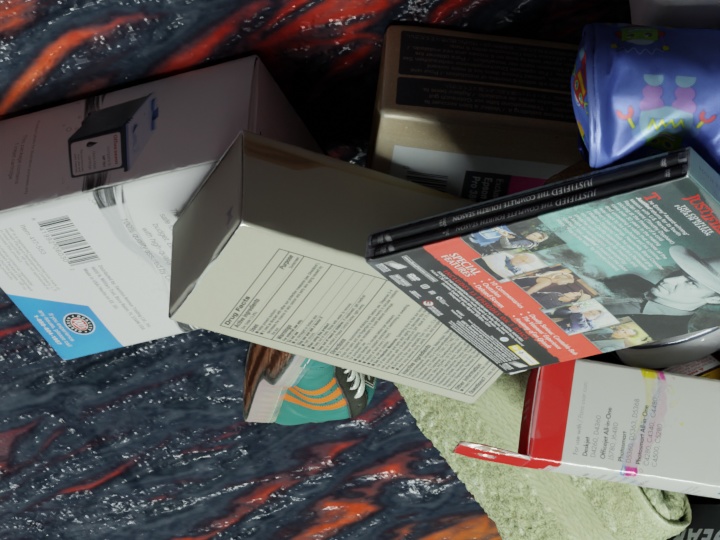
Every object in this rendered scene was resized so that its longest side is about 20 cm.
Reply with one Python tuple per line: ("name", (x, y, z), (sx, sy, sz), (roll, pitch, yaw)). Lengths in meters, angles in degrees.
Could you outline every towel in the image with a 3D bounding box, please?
("towel", (0.114, 0.112, 1.776), (0.200, 0.036, 0.148), (53, 134, 2))

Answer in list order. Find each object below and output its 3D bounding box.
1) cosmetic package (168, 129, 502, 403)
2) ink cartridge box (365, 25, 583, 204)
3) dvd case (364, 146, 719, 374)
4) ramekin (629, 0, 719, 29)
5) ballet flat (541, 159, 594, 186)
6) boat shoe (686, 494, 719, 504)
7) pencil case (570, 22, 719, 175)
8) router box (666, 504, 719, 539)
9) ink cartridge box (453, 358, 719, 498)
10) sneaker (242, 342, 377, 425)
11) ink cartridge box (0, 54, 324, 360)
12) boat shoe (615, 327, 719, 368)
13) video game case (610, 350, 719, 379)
("cosmetic package", (0.000, 0.000, 1.558), (0.200, 0.071, 0.105), (18, 139, -23))
("ink cartridge box", (0.083, -0.048, 1.619), (0.164, 0.075, 0.200), (6, 142, -1))
("dvd case", (0.124, -0.001, 1.453), (0.200, 0.022, 0.146), (-14, 145, 34))
("ramekin", (0.235, -0.154, 1.448), (0.200, 0.098, 0.201), (2, 143, 2))
("ballet flat", (0.195, -0.038, 1.493), (0.199, 0.072, 0.068), (1, 122, 25))
("boat shoe", (0.260, 0.097, 1.774), (0.073, 0.063, 0.201), (14, 135, -1))
("pencil case", (0.207, -0.082, 1.398), (0.199, 0.078, 0.087), (4, 120, 2))
("router box", (0.286, 0.203, 1.731), (0.157, 0.052, 0.200), (29, 164, -22))
("ink cartridge box", (0.161, 0.095, 1.661), (0.199, 0.067, 0.116), (9, 173, 1))
("sneaker", (-0.024, 0.053, 1.750), (0.080, 0.072, 0.200), (4, 163, -10))
("ink cartridge box", (-0.123, -0.035, 1.644), (0.199, 0.086, 0.147), (-14, 139, 19))
("boat shoe", (0.230, -0.015, 1.632), (0.200, 0.074, 0.065), (-33, 131, 5))
("video game case", (0.282, 0.043, 1.760), (0.200, 0.026, 0.181), (-26, 133, 32))
